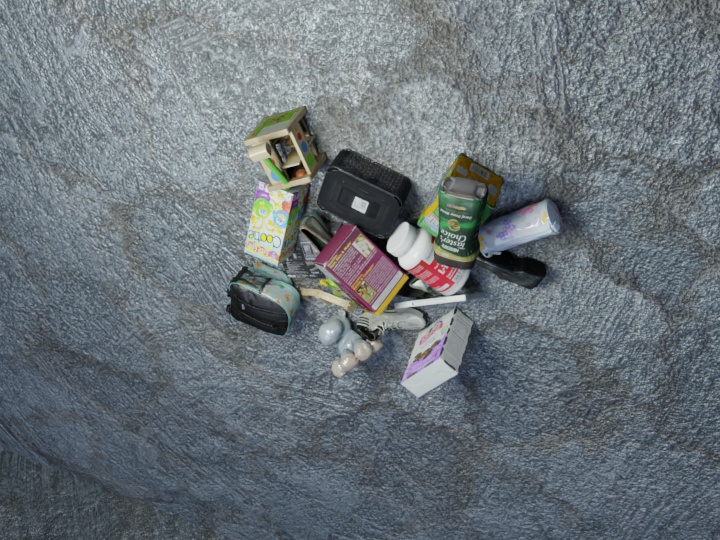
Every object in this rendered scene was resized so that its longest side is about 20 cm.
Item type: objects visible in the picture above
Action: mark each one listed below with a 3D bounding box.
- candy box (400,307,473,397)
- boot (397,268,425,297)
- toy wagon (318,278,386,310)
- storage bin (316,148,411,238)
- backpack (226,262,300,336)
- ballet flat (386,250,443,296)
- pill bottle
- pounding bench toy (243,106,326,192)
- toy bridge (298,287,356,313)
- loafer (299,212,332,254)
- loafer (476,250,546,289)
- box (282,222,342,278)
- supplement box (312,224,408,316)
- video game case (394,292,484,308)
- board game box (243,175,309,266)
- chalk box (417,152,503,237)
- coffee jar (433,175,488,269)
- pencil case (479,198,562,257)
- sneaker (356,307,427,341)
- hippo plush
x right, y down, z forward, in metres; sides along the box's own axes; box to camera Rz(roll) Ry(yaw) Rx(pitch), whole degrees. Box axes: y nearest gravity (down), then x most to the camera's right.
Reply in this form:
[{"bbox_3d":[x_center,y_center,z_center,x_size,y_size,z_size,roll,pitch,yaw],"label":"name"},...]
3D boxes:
[{"bbox_3d":[0.207,0.220,1.806,0.071,0.201,0.168,39,132,-10],"label":"candy box"},{"bbox_3d":[0.083,0.037,1.818,0.198,0.074,0.076,10,158,13],"label":"boot"},{"bbox_3d":[-0.019,0.060,1.819,0.199,0.040,0.155,28,168,-25],"label":"toy wagon"},{"bbox_3d":[0.008,-0.186,1.633,0.198,0.094,0.136,26,133,2],"label":"storage bin"},{"bbox_3d":[-0.268,0.087,1.938,0.198,0.154,0.177,27,136,13],"label":"backpack"},{"bbox_3d":[0.139,0.003,1.743,0.074,0.074,0.201,-29,105,38],"label":"ballet flat"},{"bbox_3d":[0.167,-0.032,1.653,0.199,0.113,0.112,32,134,-21],"label":"pill bottle"},{"bbox_3d":[-0.184,-0.260,1.579,0.123,0.201,0.157,-9,123,25],"label":"pounding bench toy"},{"bbox_3d":[-0.102,0.076,1.885,0.198,0.027,0.067,13,165,38],"label":"toy bridge"},{"bbox_3d":[-0.089,-0.057,1.735,0.071,0.063,0.200,-28,113,35],"label":"loafer"},{"bbox_3d":[0.350,-0.004,1.650,0.198,0.073,0.073,22,138,7],"label":"loafer"},{"bbox_3d":[-0.129,-0.053,1.832,0.198,0.050,0.159,0,127,23],"label":"box"},{"bbox_3d":[0.000,0.000,1.683,0.200,0.131,0.103,44,169,-19],"label":"supplement box"},{"bbox_3d":[0.205,0.078,1.745,0.198,0.143,0.018,-8,87,29],"label":"video game case"},{"bbox_3d":[-0.215,-0.134,1.726,0.102,0.105,0.202,22,117,11],"label":"board game box"},{"bbox_3d":[0.219,-0.141,1.555,0.124,0.124,0.201,30,133,-2],"label":"chalk box"},{"bbox_3d":[0.214,-0.097,1.452,0.103,0.086,0.202,13,132,16],"label":"coffee jar"},{"bbox_3d":[0.364,-0.096,1.553,0.199,0.091,0.083,-21,117,34],"label":"pencil case"},{"bbox_3d":[0.082,0.160,1.871,0.198,0.116,0.076,4,129,20],"label":"sneaker"},{"bbox_3d":[-0.030,0.191,1.940,0.159,0.199,0.162,-39,82,34],"label":"hippo plush"}]
